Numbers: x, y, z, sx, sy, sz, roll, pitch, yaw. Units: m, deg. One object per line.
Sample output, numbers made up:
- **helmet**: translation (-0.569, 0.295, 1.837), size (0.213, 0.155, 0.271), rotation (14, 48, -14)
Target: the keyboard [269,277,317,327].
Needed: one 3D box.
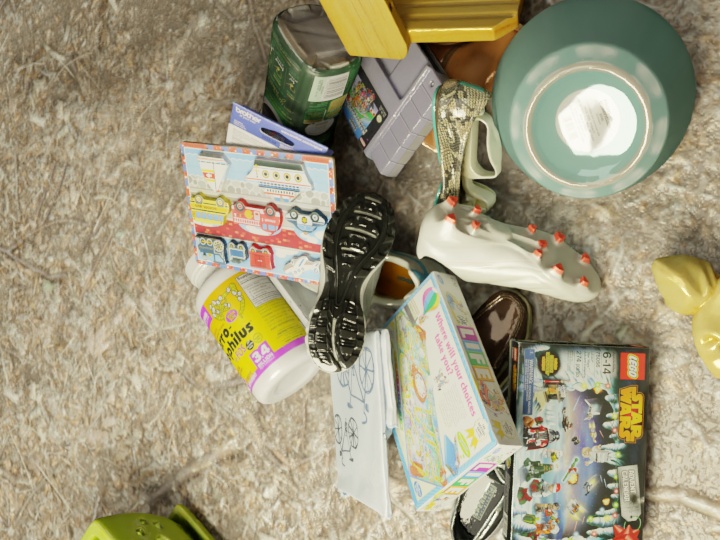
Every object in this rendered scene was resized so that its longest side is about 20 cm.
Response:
- **keyboard**: translation (-0.102, -0.009, 1.026), size (0.201, 0.056, 0.011), rotation (52, 125, 20)

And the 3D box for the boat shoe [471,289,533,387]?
- **boat shoe**: translation (0.117, 0.112, 0.891), size (0.074, 0.075, 0.204), rotation (35, 105, 25)

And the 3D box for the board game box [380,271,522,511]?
- **board game box**: translation (0.078, 0.123, 0.842), size (0.135, 0.034, 0.202), rotation (-49, 44, 37)

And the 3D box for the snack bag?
- **snack bag**: translation (0.002, 0.166, 0.922), size (0.188, 0.021, 0.204), rotation (164, 103, -71)

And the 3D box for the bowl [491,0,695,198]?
- **bowl**: translation (0.217, -0.149, 0.782), size (0.198, 0.105, 0.204), rotation (8, 118, 15)

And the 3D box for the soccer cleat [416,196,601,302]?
- **soccer cleat**: translation (0.154, -0.012, 0.861), size (0.197, 0.070, 0.078), rotation (22, 135, -3)

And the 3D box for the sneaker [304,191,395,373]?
- **sneaker**: translation (-0.015, 0.011, 0.876), size (0.073, 0.079, 0.203), rotation (16, 77, -1)

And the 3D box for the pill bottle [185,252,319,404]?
- **pill bottle**: translation (-0.136, 0.057, 1.016), size (0.104, 0.104, 0.201), rotation (-47, 68, 20)

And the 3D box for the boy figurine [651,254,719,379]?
- **boy figurine**: translation (0.361, 0.050, 0.766), size (0.199, 0.064, 0.126), rotation (30, 103, 27)

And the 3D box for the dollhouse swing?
- **dollhouse swing**: translation (0.063, -0.342, 0.843), size (0.173, 0.182, 0.202), rotation (-6, 48, 30)

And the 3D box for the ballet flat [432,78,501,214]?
- **ballet flat**: translation (0.111, -0.103, 0.864), size (0.074, 0.068, 0.202), rotation (15, 133, 18)

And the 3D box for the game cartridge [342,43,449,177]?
- **game cartridge**: translation (0.025, -0.219, 0.930), size (0.130, 0.038, 0.202), rotation (-48, 50, 30)

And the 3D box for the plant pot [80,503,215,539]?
- **plant pot**: translation (-0.256, 0.429, 1.030), size (0.198, 0.181, 0.201), rotation (39, 106, 23)

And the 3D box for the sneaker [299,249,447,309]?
- **sneaker**: translation (0.000, 0.000, 0.954), size (0.197, 0.080, 0.078), rotation (7, 91, 28)

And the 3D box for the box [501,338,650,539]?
- **box**: translation (0.215, 0.173, 0.821), size (0.134, 0.040, 0.204), rotation (2, 90, -4)

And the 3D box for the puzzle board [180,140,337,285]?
- **puzzle board**: translation (-0.115, -0.063, 0.925), size (0.197, 0.017, 0.153), rotation (9, 118, 23)

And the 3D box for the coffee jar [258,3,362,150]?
- **coffee jar**: translation (-0.066, -0.196, 0.947), size (0.105, 0.084, 0.201), rotation (57, 151, 21)

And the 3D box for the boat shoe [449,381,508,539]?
- **boat shoe**: translation (0.145, 0.203, 0.877), size (0.073, 0.068, 0.202), rotation (31, 104, 25)

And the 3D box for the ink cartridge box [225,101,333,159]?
- **ink cartridge box**: translation (-0.102, -0.110, 0.952), size (0.118, 0.042, 0.201), rotation (26, 146, 3)

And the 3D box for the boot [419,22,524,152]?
- **boot**: translation (0.124, -0.196, 0.893), size (0.198, 0.076, 0.157), rotation (27, 100, 29)
